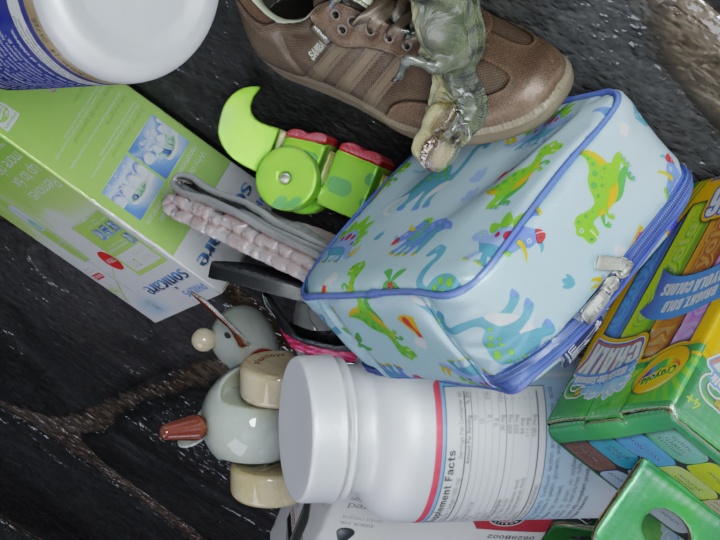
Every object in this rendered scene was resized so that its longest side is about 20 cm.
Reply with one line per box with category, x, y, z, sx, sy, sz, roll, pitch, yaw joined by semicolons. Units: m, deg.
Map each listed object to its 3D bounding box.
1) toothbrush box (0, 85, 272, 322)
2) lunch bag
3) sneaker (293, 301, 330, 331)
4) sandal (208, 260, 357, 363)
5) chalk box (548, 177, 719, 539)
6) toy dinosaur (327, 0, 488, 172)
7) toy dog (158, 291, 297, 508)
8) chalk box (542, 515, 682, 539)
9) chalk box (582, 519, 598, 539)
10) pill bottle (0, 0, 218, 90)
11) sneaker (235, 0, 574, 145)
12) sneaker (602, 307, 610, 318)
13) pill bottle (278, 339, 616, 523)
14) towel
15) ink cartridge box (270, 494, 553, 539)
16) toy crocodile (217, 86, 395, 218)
toothbrush box;-0.176;-0.062;1.543;0.200;0.086;0.146;35;159;-15
lunch bag;0.071;-0.018;1.183;0.082;0.161;0.200;47;159;-19
sneaker;0.053;0.047;1.513;0.199;0.078;0.099;20;153;3
sandal;-0.001;0.041;1.387;0.199;0.045;0.075;22;-176;-16
chalk box;0.188;0.064;1.126;0.125;0.201;0.124;36;160;-16
toy dinosaur;0.023;-0.143;1.077;0.088;0.047;0.201;19;135;21
toy dog;-0.088;0.080;1.457;0.096;0.133;0.200;1;179;-13
chalk box;0.214;0.192;1.442;0.199;0.124;0.125;23;162;3
chalk box;0.203;0.234;1.605;0.199;0.124;0.125;24;177;16
pill bottle;-0.176;-0.158;1.268;0.116;0.116;0.200;43;157;-30
sneaker;0.012;-0.119;1.158;0.199;0.071;0.076;16;153;35
sneaker;0.169;0.063;1.247;0.073;0.071;0.201;-32;-78;-72
pill bottle;0.059;0.089;1.299;0.199;0.109;0.109;0;166;-15
towel;0.000;0.000;1.396;0.191;0.032;0.200;21;-177;-39
ink cartridge box;0.034;0.156;1.455;0.146;0.083;0.200;6;141;-13
toy crocodile;0.002;-0.048;1.365;0.199;0.062;0.067;24;-176;11
